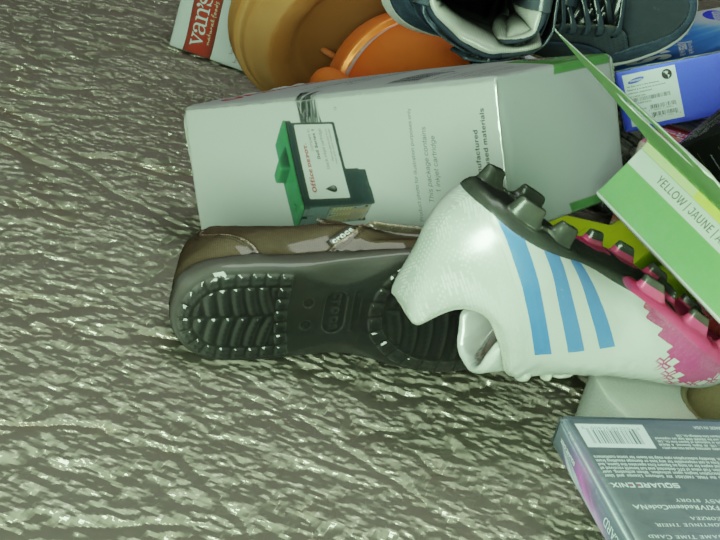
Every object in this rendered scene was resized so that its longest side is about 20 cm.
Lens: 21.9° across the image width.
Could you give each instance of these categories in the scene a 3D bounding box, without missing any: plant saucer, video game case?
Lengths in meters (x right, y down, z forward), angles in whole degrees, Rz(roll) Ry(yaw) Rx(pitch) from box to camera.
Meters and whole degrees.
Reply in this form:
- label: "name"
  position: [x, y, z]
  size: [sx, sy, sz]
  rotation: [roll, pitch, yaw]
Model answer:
- label: "plant saucer"
  position: [0.008, -0.173, 1.297]
  size: [0.200, 0.200, 0.038]
  rotation: [7, 48, -28]
- label: "video game case"
  position: [0.178, 0.127, 0.767]
  size: [0.142, 0.019, 0.200]
  rotation: [3, 33, -19]

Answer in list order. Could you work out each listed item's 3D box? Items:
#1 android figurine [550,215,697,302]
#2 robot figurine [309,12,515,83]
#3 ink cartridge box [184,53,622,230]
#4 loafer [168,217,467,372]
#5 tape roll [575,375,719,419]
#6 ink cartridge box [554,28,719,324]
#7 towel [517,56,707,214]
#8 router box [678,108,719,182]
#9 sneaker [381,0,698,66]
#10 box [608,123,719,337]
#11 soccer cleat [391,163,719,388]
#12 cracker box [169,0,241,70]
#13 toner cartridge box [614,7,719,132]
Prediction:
- label: "android figurine"
  position: [0.098, -0.002, 1.058]
  size: [0.182, 0.041, 0.200]
  rotation: [14, 20, 20]
- label: "robot figurine"
  position: [0.052, -0.102, 1.226]
  size: [0.144, 0.117, 0.200]
  rotation: [-29, 37, -16]
- label: "ink cartridge box"
  position: [0.025, -0.066, 1.031]
  size: [0.199, 0.085, 0.146]
  rotation: [-3, 9, 33]
- label: "loafer"
  position: [0.000, 0.000, 0.920]
  size: [0.199, 0.073, 0.071]
  rotation: [4, 35, -22]
- label: "tape roll"
  position: [0.206, 0.091, 0.932]
  size: [0.202, 0.037, 0.203]
  rotation: [14, 19, -5]
- label: "ink cartridge box"
  position: [0.166, -0.018, 0.916]
  size: [0.200, 0.048, 0.146]
  rotation: [37, 11, -40]
- label: "towel"
  position: [0.212, -0.092, 1.390]
  size: [0.200, 0.086, 0.165]
  rotation: [31, 25, 31]
- label: "router box"
  position: [0.257, -0.005, 1.002]
  size: [0.200, 0.051, 0.149]
  rotation: [53, -4, -2]
- label: "sneaker"
  position: [0.123, -0.159, 1.110]
  size: [0.202, 0.077, 0.146]
  rotation: [1, 7, -11]
- label: "box"
  position: [0.256, -0.006, 1.152]
  size: [0.200, 0.103, 0.095]
  rotation: [24, 20, 16]
- label: "soccer cleat"
  position: [0.096, 0.022, 0.893]
  size: [0.200, 0.086, 0.070]
  rotation: [29, 15, -35]
- label: "cracker box"
  position: [-0.032, -0.206, 1.414]
  size: [0.199, 0.134, 0.058]
  rotation: [19, 19, 9]
- label: "toner cartridge box"
  position: [0.222, -0.141, 1.269]
  size: [0.095, 0.043, 0.200]
  rotation: [-9, 14, 10]
